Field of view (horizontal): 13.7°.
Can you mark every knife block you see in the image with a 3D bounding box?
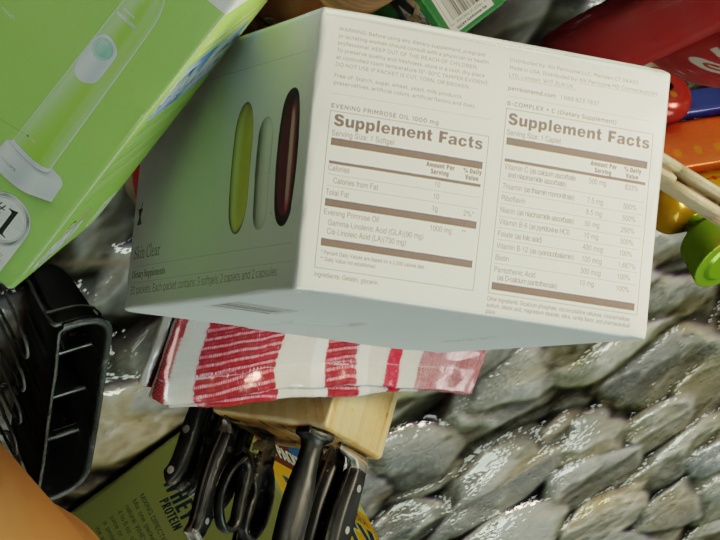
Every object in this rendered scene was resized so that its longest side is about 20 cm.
[{"bbox_3d":[-0.013,0.055,1.506,0.200,0.176,0.064,-37,149,11],"label":"knife block"}]

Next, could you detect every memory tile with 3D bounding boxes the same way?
[{"bbox_3d":[0.094,-0.074,1.395,0.153,0.200,0.017,24,98,-54],"label":"memory tile"}]

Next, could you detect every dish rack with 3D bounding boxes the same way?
[{"bbox_3d":[-0.228,0.072,1.472,0.199,0.055,0.154,-15,145,-22],"label":"dish rack"}]

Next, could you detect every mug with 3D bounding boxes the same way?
[{"bbox_3d":[0.184,-0.133,1.327,0.178,0.133,0.200,-59,-169,-5],"label":"mug"}]

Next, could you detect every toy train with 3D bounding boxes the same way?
[{"bbox_3d":[0.162,-0.039,1.572,0.199,0.116,0.085,-10,144,-30],"label":"toy train"}]

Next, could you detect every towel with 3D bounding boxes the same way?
[{"bbox_3d":[0.000,0.000,1.415,0.199,0.023,0.145,-1,124,-39],"label":"towel"}]

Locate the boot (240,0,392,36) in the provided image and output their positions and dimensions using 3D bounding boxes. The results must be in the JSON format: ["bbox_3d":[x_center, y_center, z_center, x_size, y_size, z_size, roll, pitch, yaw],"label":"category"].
[{"bbox_3d":[0.003,-0.186,1.250,0.076,0.201,0.155,24,158,-28],"label":"boot"}]

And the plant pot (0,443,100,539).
[{"bbox_3d":[-0.212,0.155,1.391,0.199,0.200,0.140,-25,133,-8],"label":"plant pot"}]

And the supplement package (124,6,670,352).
[{"bbox_3d":[0.010,-0.031,1.240,0.155,0.111,0.200,9,173,-23],"label":"supplement package"}]

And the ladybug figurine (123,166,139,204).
[{"bbox_3d":[-0.047,-0.063,1.407,0.135,0.072,0.200,-25,149,-7],"label":"ladybug figurine"}]

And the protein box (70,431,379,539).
[{"bbox_3d":[-0.079,0.218,1.666,0.200,0.199,0.135,-37,149,11],"label":"protein box"}]

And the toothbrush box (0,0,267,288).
[{"bbox_3d":[-0.122,-0.118,1.175,0.200,0.146,0.086,-50,178,30],"label":"toothbrush box"}]

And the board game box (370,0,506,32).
[{"bbox_3d":[0.074,-0.154,1.290,0.200,0.029,0.134,-38,-169,-21],"label":"board game box"}]
